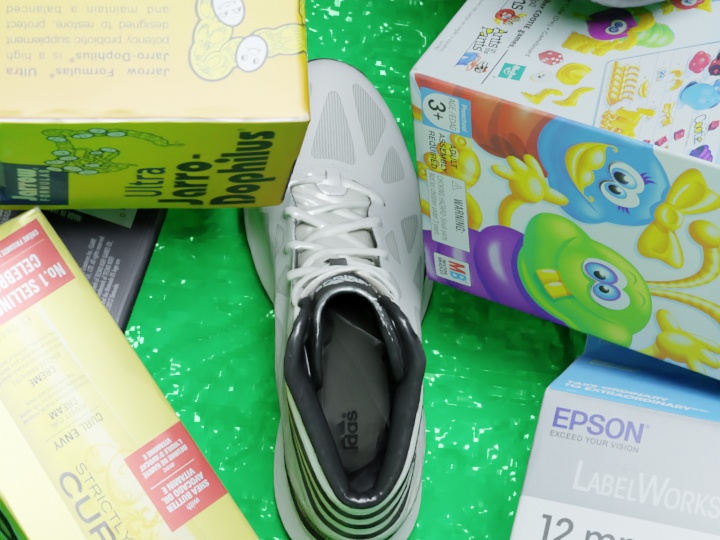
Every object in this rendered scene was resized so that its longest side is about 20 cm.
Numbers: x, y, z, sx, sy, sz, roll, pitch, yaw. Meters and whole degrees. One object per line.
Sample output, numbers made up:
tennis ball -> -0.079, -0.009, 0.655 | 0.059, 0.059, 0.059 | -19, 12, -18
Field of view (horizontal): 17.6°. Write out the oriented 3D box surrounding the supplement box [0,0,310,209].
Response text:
supplement box -> -0.078, -0.131, 0.817 | 0.109, 0.109, 0.201 | -1, 77, -7

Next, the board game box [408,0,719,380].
board game box -> 0.130, -0.033, 0.810 | 0.199, 0.103, 0.105 | 19, 50, 24

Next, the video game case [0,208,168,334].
video game case -> -0.170, -0.021, 0.894 | 0.180, 0.026, 0.201 | 18, 71, -1

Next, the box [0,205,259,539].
box -> -0.092, 0.081, 0.834 | 0.075, 0.050, 0.201 | -33, 89, -21

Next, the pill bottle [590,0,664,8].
pill bottle -> 0.057, -0.179, 0.814 | 0.111, 0.112, 0.200 | -21, 44, -14

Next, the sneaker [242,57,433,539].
sneaker -> 0.000, 0.000, 0.861 | 0.075, 0.115, 0.202 | -2, 71, -8

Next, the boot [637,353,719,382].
boot -> 0.162, 0.116, 0.869 | 0.199, 0.073, 0.156 | 33, 72, 1

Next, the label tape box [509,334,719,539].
label tape box -> 0.128, 0.093, 0.812 | 0.142, 0.066, 0.201 | 11, 79, 16
